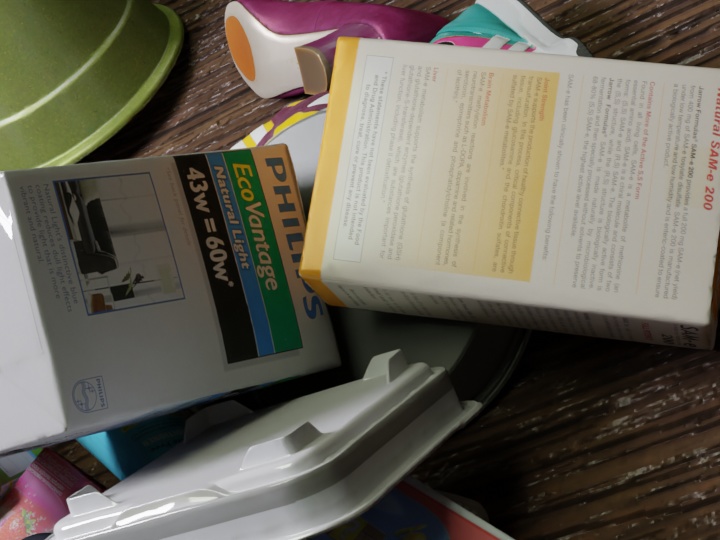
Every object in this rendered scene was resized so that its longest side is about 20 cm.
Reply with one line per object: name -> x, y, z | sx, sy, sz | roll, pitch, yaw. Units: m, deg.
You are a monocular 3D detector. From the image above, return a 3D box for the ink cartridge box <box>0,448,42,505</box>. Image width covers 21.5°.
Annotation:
ink cartridge box -> -0.246, 0.147, 1.133 | 0.148, 0.076, 0.200 | -55, -7, 10

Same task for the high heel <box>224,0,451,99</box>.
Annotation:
high heel -> -0.021, -0.156, 1.252 | 0.096, 0.068, 0.200 | -20, 15, -20

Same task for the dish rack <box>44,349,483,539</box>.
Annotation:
dish rack -> -0.048, 0.089, 0.880 | 0.171, 0.044, 0.200 | -17, 6, 24

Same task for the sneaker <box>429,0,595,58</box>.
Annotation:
sneaker -> 0.074, -0.082, 1.058 | 0.121, 0.084, 0.200 | -40, 30, 1

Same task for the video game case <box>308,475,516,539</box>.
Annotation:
video game case -> -0.016, 0.184, 0.846 | 0.200, 0.017, 0.143 | -49, 34, -11

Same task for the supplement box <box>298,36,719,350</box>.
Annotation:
supplement box -> 0.081, -0.038, 0.931 | 0.199, 0.074, 0.126 | 7, 78, 13

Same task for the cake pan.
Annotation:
cake pan -> 0.000, 0.000, 1.023 | 0.200, 0.037, 0.201 | -4, 82, 28

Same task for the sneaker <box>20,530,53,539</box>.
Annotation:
sneaker -> -0.141, 0.174, 0.882 | 0.078, 0.079, 0.200 | -47, 38, 0

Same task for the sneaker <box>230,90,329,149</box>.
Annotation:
sneaker -> -0.058, -0.052, 1.180 | 0.200, 0.075, 0.090 | -24, 15, 39

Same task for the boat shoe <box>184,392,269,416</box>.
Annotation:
boat shoe -> -0.110, 0.035, 1.143 | 0.076, 0.074, 0.200 | -28, 53, -20

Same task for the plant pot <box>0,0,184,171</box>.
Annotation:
plant pot -> -0.261, -0.191, 1.362 | 0.200, 0.190, 0.200 | -25, 35, 19

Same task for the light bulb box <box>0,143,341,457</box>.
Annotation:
light bulb box -> -0.153, 0.024, 0.969 | 0.198, 0.200, 0.125 | -17, 86, 39

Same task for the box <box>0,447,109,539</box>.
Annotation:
box -> -0.118, 0.185, 0.994 | 0.095, 0.103, 0.200 | -54, 38, -8

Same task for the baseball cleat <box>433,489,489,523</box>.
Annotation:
baseball cleat -> 0.043, 0.159, 0.892 | 0.106, 0.070, 0.200 | -45, 44, -19

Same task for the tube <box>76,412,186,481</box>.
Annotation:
tube -> -0.108, 0.111, 1.087 | 0.077, 0.051, 0.200 | -17, 26, -29
